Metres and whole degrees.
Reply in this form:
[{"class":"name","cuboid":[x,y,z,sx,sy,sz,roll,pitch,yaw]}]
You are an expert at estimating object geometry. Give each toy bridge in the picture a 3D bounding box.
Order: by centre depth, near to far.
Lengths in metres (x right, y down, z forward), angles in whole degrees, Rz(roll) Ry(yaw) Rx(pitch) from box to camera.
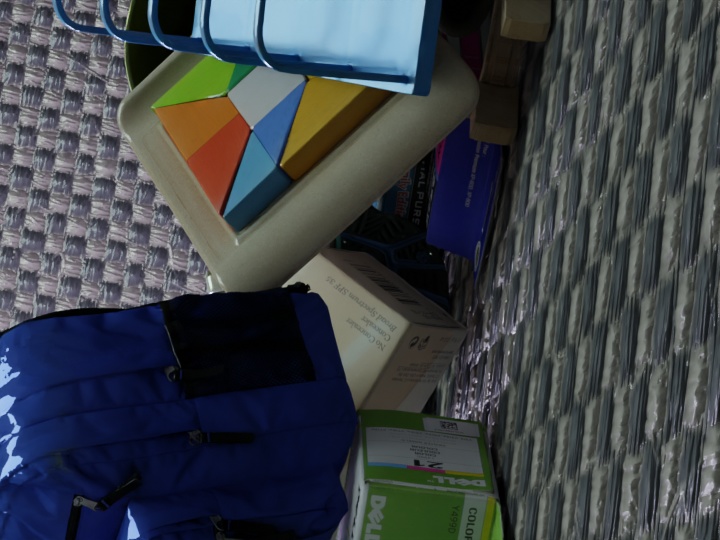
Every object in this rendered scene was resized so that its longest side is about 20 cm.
[{"class":"toy bridge","cuboid":[0.089,-0.155,1.255,0.200,0.027,0.067,102,174,-54]}]

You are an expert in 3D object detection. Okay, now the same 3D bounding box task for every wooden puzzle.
[{"class":"wooden puzzle","cuboid":[-0.045,-0.099,1.349,0.037,0.185,0.200,43,-173,-45]}]

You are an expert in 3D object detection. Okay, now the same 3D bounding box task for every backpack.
[{"class":"backpack","cuboid":[-0.113,0.103,1.257,0.163,0.199,0.168,109,153,-45]}]

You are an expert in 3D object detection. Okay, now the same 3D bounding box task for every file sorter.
[{"class":"file sorter","cuboid":[-0.062,-0.180,1.271,0.200,0.122,0.139,16,101,47]}]

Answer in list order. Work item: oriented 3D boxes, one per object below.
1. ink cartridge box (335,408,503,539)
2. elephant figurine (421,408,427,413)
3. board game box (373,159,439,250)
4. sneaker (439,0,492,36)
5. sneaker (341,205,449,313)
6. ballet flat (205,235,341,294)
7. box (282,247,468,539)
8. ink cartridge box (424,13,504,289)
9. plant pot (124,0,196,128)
[{"class":"ink cartridge box","cuboid":[0.026,0.178,1.208,0.200,0.075,0.148,-93,11,-71]},{"class":"elephant figurine","cuboid":[-0.016,0.151,1.602,0.142,0.155,0.200,48,153,37]},{"class":"board game box","cuboid":[0.036,-0.084,1.654,0.151,0.047,0.201,-98,16,-66]},{"class":"sneaker","cuboid":[0.070,-0.209,1.308,0.200,0.074,0.080,105,152,-60]},{"class":"sneaker","cuboid":[0.000,0.000,1.570,0.200,0.076,0.077,51,150,44]},{"class":"ballet flat","cuboid":[-0.063,0.001,1.506,0.200,0.072,0.072,138,139,-73]},{"class":"box","cuboid":[-0.031,0.093,1.418,0.078,0.095,0.200,8,-66,-60]},{"class":"ink cartridge box","cuboid":[0.062,-0.083,1.440,0.200,0.037,0.095,-94,11,-56]},{"class":"plant pot","cuboid":[-0.041,-0.133,1.520,0.200,0.186,0.188,23,-106,-82]}]
